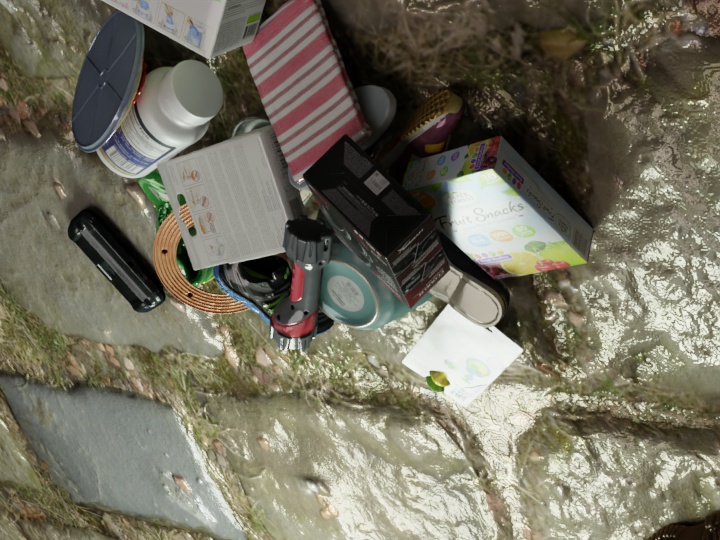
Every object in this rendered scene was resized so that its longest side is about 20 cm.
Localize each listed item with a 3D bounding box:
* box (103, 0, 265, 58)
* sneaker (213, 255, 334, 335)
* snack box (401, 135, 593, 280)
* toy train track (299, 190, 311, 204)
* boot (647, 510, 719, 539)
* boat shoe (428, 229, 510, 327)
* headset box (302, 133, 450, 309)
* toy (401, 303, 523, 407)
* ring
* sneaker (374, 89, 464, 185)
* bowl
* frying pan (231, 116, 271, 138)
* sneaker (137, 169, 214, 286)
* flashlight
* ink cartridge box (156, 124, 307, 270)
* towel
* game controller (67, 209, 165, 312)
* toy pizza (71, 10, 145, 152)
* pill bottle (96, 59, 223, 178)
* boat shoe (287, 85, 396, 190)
[{"bbox_3d":[-0.223,-0.354,1.405,0.198,0.112,0.102,30,121,13],"label":"box"},{"bbox_3d":[-0.118,0.030,1.687,0.198,0.071,0.083,32,127,-17],"label":"sneaker"},{"bbox_3d":[0.162,-0.068,1.373,0.141,0.054,0.200,-13,140,42],"label":"snack box"},{"bbox_3d":[-0.105,-0.087,1.611,0.113,0.033,0.200,20,146,-20],"label":"toy train track"},{"bbox_3d":[0.468,0.402,1.595,0.107,0.075,0.199,45,138,-13],"label":"boot"},{"bbox_3d":[0.110,-0.008,1.491,0.200,0.063,0.073,41,124,10],"label":"boat shoe"},{"bbox_3d":[0.024,-0.051,1.387,0.149,0.077,0.200,45,173,22],"label":"headset box"},{"bbox_3d":[0.143,0.106,1.598,0.115,0.047,0.200,35,143,1],"label":"toy"},{"bbox_3d":[-0.205,-0.024,1.706,0.197,0.019,0.203,-2,122,-3],"label":"ring"},{"bbox_3d":[0.085,-0.142,1.413,0.090,0.075,0.200,37,146,-10],"label":"sneaker"},{"bbox_3d":[0.000,0.000,1.570,0.199,0.105,0.203,20,135,22],"label":"bowl"},{"bbox_3d":[-0.110,-0.182,1.546,0.114,0.031,0.191,35,137,3],"label":"frying pan"},{"bbox_3d":[-0.272,-0.065,1.735,0.073,0.084,0.201,-11,118,42],"label":"sneaker"},{"bbox_3d":[-0.082,0.017,1.519,0.068,0.067,0.202,50,148,36],"label":"flashlight"},{"bbox_3d":[-0.170,-0.095,1.572,0.198,0.050,0.163,-11,102,39],"label":"ink cartridge box"},{"bbox_3d":[-0.065,-0.225,1.424,0.146,0.030,0.202,-27,83,46],"label":"towel"},{"bbox_3d":[-0.405,-0.013,1.926,0.201,0.042,0.104,50,153,-10],"label":"game controller"},{"bbox_3d":[-0.333,-0.254,1.565,0.031,0.203,0.199,16,153,-35],"label":"toy pizza"},{"bbox_3d":[-0.274,-0.210,1.589,0.199,0.111,0.112,-23,110,46],"label":"pill bottle"},{"bbox_3d":[-0.010,-0.160,1.449,0.199,0.067,0.074,-43,60,40],"label":"boat shoe"}]
